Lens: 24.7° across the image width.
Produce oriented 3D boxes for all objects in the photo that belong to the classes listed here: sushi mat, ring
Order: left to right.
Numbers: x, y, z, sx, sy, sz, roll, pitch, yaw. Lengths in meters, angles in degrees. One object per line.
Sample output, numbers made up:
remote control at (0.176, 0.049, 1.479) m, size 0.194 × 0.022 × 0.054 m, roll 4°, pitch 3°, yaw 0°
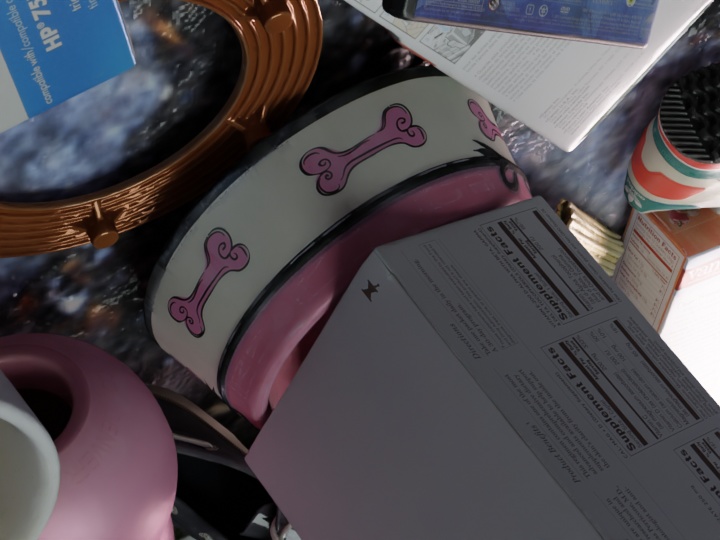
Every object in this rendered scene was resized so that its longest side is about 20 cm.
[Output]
ring at (-0.105, -0.061, 0.661) m, size 0.200 × 0.019 × 0.201 m, roll -22°, pitch 154°, yaw -11°
sushi mat at (0.112, 0.016, 0.896) m, size 0.096 × 0.012 × 0.200 m, roll -68°, pitch 164°, yaw 3°

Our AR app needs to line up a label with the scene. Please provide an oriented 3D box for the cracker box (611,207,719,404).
cracker box at (0.219, 0.021, 1.052) m, size 0.134 × 0.058 × 0.200 m, roll -19°, pitch 144°, yaw -25°

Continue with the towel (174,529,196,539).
towel at (-0.056, 0.198, 0.881) m, size 0.200 × 0.149 × 0.031 m, roll -28°, pitch -174°, yaw -2°

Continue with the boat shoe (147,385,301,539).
boat shoe at (-0.050, 0.131, 0.823) m, size 0.073 × 0.200 × 0.063 m, roll -58°, pitch 179°, yaw 16°

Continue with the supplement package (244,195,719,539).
supplement package at (0.069, 0.099, 0.717) m, size 0.111 × 0.200 × 0.156 m, roll -17°, pitch 150°, yaw -41°

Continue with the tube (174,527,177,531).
tube at (-0.156, 0.141, 0.877) m, size 0.058 × 0.052 × 0.200 m, roll -8°, pitch 170°, yaw 35°

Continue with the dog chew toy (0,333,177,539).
dog chew toy at (-0.140, 0.120, 0.747) m, size 0.124 × 0.125 × 0.200 m, roll -24°, pitch 143°, yaw -18°

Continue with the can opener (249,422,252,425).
can opener at (0.025, 0.047, 0.905) m, size 0.200 × 0.063 × 0.079 m, roll -22°, pitch 124°, yaw -26°

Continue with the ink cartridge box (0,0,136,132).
ink cartridge box at (-0.187, -0.077, 0.512) m, size 0.200 × 0.116 × 0.067 m, roll -28°, pitch 147°, yaw -13°

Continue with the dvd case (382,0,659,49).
dvd case at (0.087, -0.190, 0.643) m, size 0.142 × 0.018 × 0.200 m, roll 0°, pitch 111°, yaw -39°

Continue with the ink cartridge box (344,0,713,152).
ink cartridge box at (0.062, -0.138, 0.716) m, size 0.200 × 0.050 × 0.109 m, roll 26°, pitch 113°, yaw -43°

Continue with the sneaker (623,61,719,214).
sneaker at (0.234, -0.082, 0.946) m, size 0.199 × 0.070 × 0.093 m, roll -18°, pitch 159°, yaw -28°

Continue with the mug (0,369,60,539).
mug at (-0.222, 0.057, 0.612) m, size 0.187 × 0.153 × 0.149 m, roll -45°, pitch 146°, yaw 14°

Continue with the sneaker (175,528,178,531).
sneaker at (-0.006, 0.132, 0.953) m, size 0.200 × 0.082 × 0.078 m, roll -33°, pitch 155°, yaw -21°

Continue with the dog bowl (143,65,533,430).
dog bowl at (0.000, 0.000, 0.783) m, size 0.200 × 0.074 × 0.200 m, roll -31°, pitch 156°, yaw -15°
